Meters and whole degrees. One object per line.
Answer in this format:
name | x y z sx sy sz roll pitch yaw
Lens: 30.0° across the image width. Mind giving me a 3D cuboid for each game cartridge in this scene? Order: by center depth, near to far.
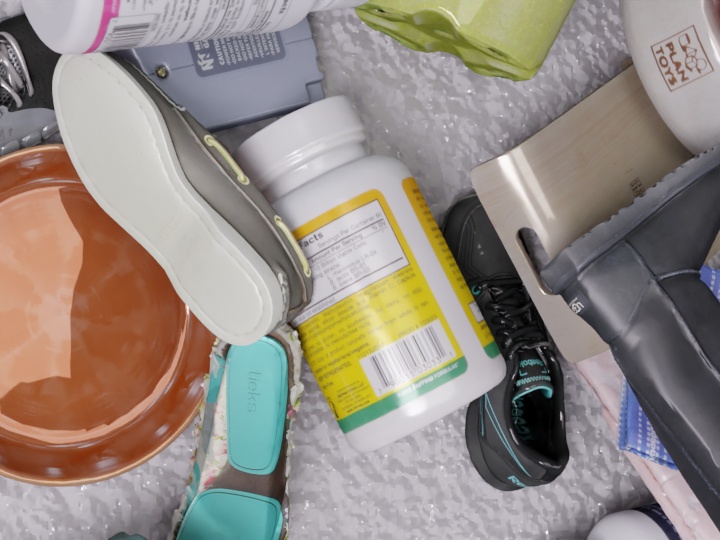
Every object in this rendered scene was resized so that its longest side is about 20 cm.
game cartridge | -0.106 -0.187 0.842 0.132 0.041 0.202 -17 92 -27

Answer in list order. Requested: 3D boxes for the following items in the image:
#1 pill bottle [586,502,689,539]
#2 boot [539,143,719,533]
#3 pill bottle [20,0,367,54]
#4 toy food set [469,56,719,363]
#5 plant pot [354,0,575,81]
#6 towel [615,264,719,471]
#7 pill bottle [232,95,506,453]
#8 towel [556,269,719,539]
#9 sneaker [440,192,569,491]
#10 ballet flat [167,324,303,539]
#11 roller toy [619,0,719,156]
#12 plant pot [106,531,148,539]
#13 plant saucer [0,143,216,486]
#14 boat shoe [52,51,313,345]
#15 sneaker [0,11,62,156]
pill bottle | 0.219 0.210 0.906 0.198 0.111 0.112 -8 89 -21
boot | 0.227 0.040 0.821 0.164 0.066 0.201 -33 79 -20
pill bottle | -0.088 -0.190 0.768 0.198 0.113 0.115 -13 91 -32
toy food set | 0.167 -0.047 0.915 0.200 0.060 0.144 -36 101 -39
plant pot | 0.083 -0.229 0.860 0.199 0.200 0.186 20 91 -18
towel | 0.261 0.076 0.864 0.198 0.024 0.146 19 65 -13
pill bottle | 0.000 0.000 0.833 0.112 0.113 0.202 -26 87 -20
towel | 0.260 0.091 0.919 0.198 0.032 0.192 -19 58 -24
sneaker | 0.103 0.045 0.893 0.075 0.079 0.202 -10 88 -19
ballet flat | -0.072 0.120 0.823 0.075 0.064 0.202 15 101 -2
roller toy | 0.266 -0.169 0.916 0.199 0.139 0.184 31 51 -35
plant pot | -0.163 0.258 0.727 0.195 0.200 0.201 -35 98 -26
plant saucer | -0.176 0.026 0.806 0.198 0.032 0.203 0 90 -24
boat shoe | -0.103 -0.048 0.779 0.202 0.072 0.060 52 34 8
sneaker | -0.223 -0.094 0.760 0.199 0.115 0.075 -37 99 -19
